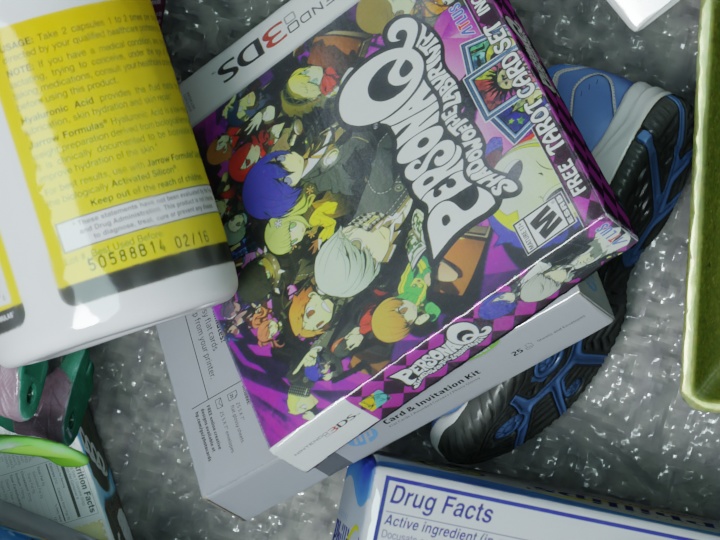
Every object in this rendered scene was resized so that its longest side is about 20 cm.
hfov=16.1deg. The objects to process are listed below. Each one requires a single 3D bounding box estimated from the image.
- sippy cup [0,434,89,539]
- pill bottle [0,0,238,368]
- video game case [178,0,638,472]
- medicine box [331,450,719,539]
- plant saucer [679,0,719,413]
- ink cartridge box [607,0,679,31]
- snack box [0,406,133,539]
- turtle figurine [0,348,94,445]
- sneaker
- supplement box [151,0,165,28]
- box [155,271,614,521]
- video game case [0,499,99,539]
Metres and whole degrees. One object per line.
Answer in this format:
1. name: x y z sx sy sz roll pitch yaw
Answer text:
1. sippy cup: -0.156 0.174 1.136 0.178 0.130 0.140 -59 44 19
2. pill bottle: -0.132 -0.068 1.088 0.111 0.111 0.200 -18 90 10
3. video game case: 0.005 -0.042 1.121 0.181 0.036 0.200 -35 55 17
4. medicine box: 0.068 0.197 1.160 0.182 0.103 0.200 12 88 -7
5. plant saucer: 0.250 -0.032 1.162 0.199 0.048 0.200 3 99 7
6. ink cartridge box: 0.091 -0.206 1.110 0.084 0.146 0.200 -39 91 12
7. snack box: -0.164 0.163 1.255 0.116 0.037 0.200 -17 96 9
8. turtle figurine: -0.233 0.039 1.188 0.200 0.150 0.101 9 95 13
9. sneaker: 0.083 -0.003 1.186 0.077 0.076 0.200 33 100 30
10. supplement box: -0.155 -0.107 1.190 0.110 0.086 0.200 10 99 7
11. box: 0.000 0.000 1.154 0.200 0.041 0.156 -29 57 18
12. video game case: -0.131 0.234 1.230 0.182 0.024 0.200 22 99 2
